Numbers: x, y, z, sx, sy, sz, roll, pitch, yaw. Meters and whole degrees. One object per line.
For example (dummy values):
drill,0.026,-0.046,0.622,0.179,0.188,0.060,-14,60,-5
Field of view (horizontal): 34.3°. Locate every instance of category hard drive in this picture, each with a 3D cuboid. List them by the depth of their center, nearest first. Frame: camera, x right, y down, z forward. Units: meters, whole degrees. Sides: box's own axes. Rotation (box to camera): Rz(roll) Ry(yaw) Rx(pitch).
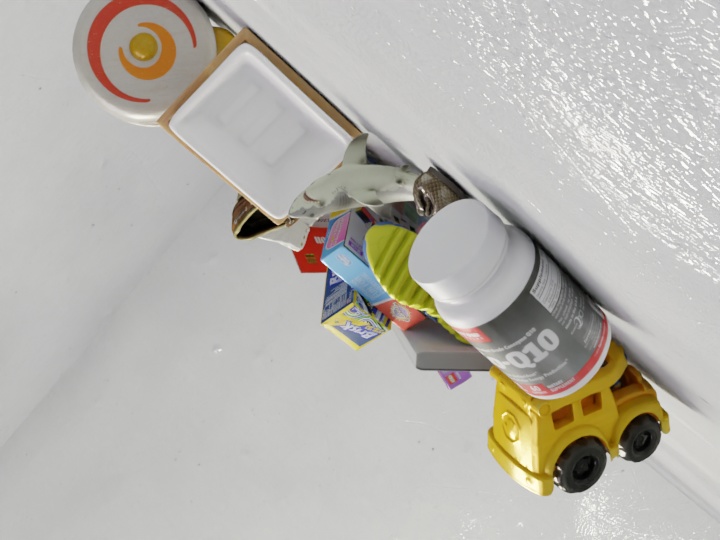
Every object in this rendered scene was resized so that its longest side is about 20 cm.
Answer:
hard drive,0.115,0.084,1.489,0.131,0.027,0.200,1,-166,-9

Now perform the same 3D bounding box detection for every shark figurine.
shark figurine,0.041,-0.076,1.327,0.214,0.128,0.090,13,146,19

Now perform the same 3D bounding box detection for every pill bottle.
pill bottle,0.143,0.028,1.128,0.200,0.114,0.114,40,180,-31

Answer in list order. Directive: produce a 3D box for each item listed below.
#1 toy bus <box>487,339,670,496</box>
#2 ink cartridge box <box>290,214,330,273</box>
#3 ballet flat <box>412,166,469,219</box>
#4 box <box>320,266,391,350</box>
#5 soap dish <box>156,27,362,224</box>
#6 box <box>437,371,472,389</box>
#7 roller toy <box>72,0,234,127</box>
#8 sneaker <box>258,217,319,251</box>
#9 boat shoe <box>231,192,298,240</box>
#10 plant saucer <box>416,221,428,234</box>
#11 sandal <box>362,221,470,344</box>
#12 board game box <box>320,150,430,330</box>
toy bus,0.247,0.131,1.340,0.136,0.199,0.193,38,142,54
ink cartridge box,-0.047,-0.080,1.820,0.200,0.044,0.174,-1,-123,-48
ballet flat,0.126,-0.030,1.212,0.200,0.046,0.067,41,180,-25
box,0.000,0.000,1.517,0.070,0.064,0.201,37,-142,-29
soap dish,-0.118,-0.174,1.404,0.200,0.157,0.081,40,-164,-22
box,0.091,0.077,1.673,0.200,0.039,0.137,58,180,5
roller toy,-0.273,-0.278,1.511,0.200,0.183,0.140,41,179,-5
sneaker,-0.080,-0.087,1.717,0.199,0.116,0.074,-3,-166,-42
boat shoe,-0.097,-0.088,1.529,0.072,0.068,0.200,32,146,-26
plant saucer,0.157,0.000,1.400,0.200,0.051,0.201,41,179,0
sandal,0.077,0.013,1.414,0.200,0.080,0.087,42,-177,-21
board game box,0.029,-0.043,1.494,0.153,0.040,0.200,41,-144,-24
